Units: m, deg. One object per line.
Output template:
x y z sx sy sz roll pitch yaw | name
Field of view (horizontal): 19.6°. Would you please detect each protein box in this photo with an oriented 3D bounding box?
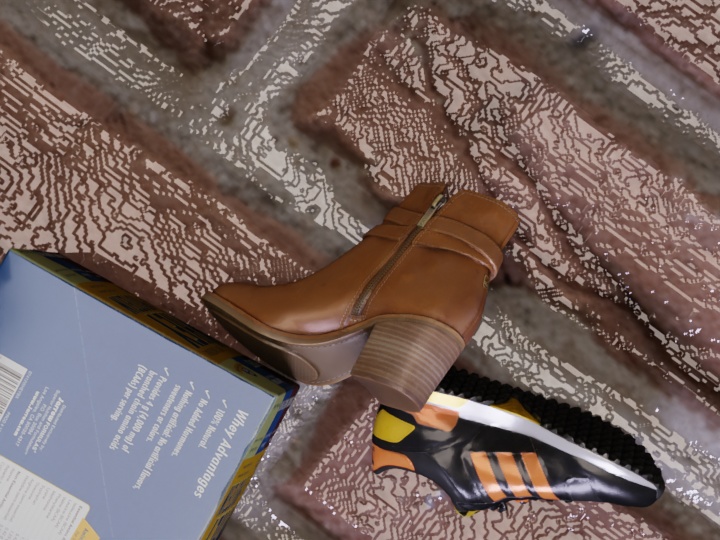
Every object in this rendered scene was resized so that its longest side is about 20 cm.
-0.179 0.118 1.393 0.200 0.135 0.199 28 92 4 | protein box

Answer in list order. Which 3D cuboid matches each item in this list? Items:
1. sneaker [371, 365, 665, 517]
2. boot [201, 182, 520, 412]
0.103 0.132 1.412 0.200 0.070 0.090 21 107 4 | sneaker
0.000 0.000 1.407 0.200 0.077 0.155 14 66 40 | boot
